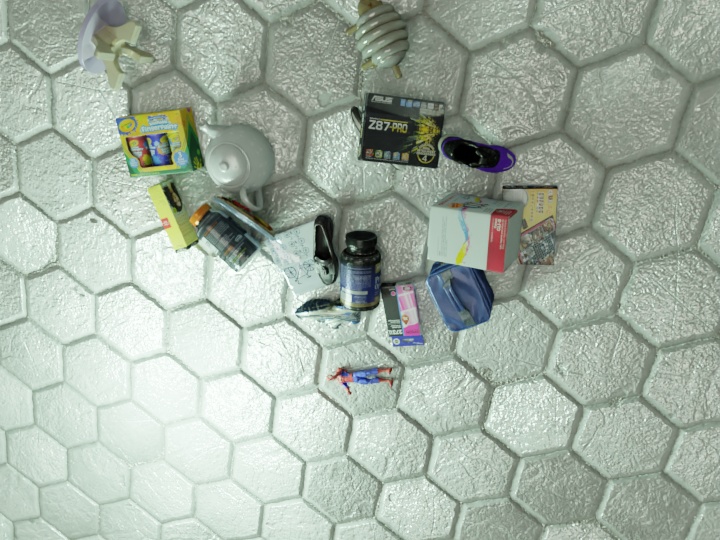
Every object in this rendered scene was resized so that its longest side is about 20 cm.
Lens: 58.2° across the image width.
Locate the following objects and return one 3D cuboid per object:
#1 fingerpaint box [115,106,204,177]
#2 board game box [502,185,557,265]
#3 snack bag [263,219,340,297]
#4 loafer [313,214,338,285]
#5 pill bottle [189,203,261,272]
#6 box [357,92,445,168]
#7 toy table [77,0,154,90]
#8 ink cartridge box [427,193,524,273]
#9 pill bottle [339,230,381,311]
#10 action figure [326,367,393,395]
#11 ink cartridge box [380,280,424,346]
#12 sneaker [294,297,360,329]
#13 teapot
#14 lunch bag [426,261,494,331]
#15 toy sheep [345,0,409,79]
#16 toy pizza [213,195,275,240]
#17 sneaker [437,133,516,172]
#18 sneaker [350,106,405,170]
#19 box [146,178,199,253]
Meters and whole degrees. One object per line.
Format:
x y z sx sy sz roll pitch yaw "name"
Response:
-0.550 -0.350 1.775 0.199 0.073 0.168 -2 110 15 "fingerpaint box"
0.426 -0.114 1.640 0.135 0.035 0.201 2 111 14 "board game box"
-0.153 -0.030 1.828 0.188 0.021 0.201 -18 105 19 "snack bag"
-0.103 -0.049 1.763 0.072 0.063 0.201 0 110 13 "loafer"
-0.383 -0.097 1.814 0.200 0.106 0.106 43 115 -5 "pill bottle"
0.099 -0.338 1.576 0.199 0.049 0.162 5 99 -13 "box"
-0.635 -0.577 1.663 0.117 0.184 0.200 38 128 15 "toy table"
0.283 -0.096 1.600 0.199 0.145 0.145 11 113 25 "ink cartridge box"
0.000 0.000 1.750 0.111 0.112 0.201 6 113 12 "pill bottle"
-0.012 0.324 1.891 0.199 0.099 0.066 -2 109 18 "action figure"
0.117 0.128 1.814 0.094 0.037 0.201 -5 111 16 "ink cartridge box"
-0.091 0.131 1.847 0.199 0.077 0.086 -4 114 16 "sneaker"
-0.329 -0.281 1.707 0.199 0.146 0.198 20 115 5 "teapot"
0.260 0.049 1.692 0.135 0.132 0.201 -24 104 21 "lunch bag"
0.049 -0.544 1.520 0.137 0.138 0.201 -24 99 21 "toy sheep"
-0.305 -0.146 1.741 0.200 0.200 0.032 34 86 0 "toy pizza"
0.289 -0.270 1.556 0.199 0.100 0.070 10 109 -13 "sneaker"
0.055 -0.344 1.632 0.200 0.074 0.079 41 105 -10 "sneaker"
-0.533 -0.155 1.848 0.050 0.075 0.201 -14 108 19 "box"
